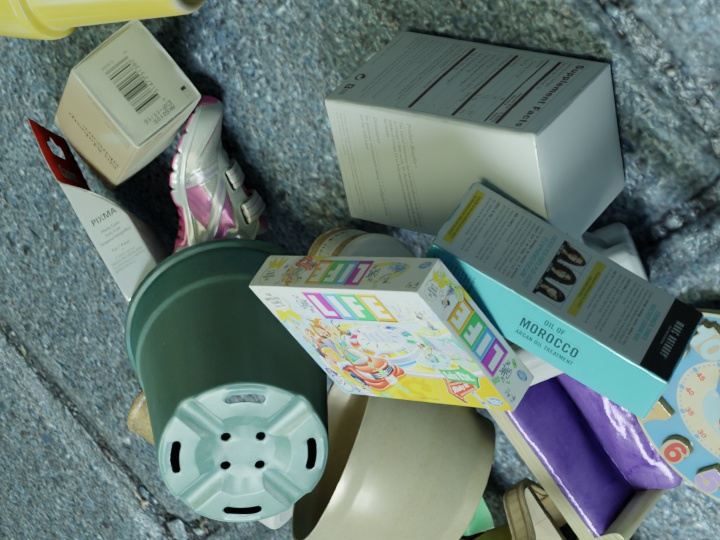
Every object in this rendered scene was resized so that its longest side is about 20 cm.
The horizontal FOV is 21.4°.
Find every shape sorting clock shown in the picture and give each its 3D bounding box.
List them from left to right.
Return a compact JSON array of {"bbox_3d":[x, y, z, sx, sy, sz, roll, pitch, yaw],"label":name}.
[{"bbox_3d":[0.304,0.119,1.548,0.199,0.039,0.201,22,131,27],"label":"shape sorting clock"}]

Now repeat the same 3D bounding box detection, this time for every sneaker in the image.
[{"bbox_3d":[-0.128,-0.066,1.772,0.087,0.081,0.201,2,116,3],"label":"sneaker"}]

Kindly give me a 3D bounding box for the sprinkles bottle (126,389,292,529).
[{"bbox_3d":[-0.150,0.189,1.995,0.199,0.068,0.069,32,138,19],"label":"sprinkles bottle"}]

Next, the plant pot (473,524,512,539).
[{"bbox_3d":[0.151,0.320,1.756,0.142,0.199,0.201,47,145,33],"label":"plant pot"}]

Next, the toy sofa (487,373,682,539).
[{"bbox_3d":[0.182,0.136,1.642,0.097,0.083,0.201,-26,102,50],"label":"toy sofa"}]

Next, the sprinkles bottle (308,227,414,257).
[{"bbox_3d":[0.000,0.000,1.623,0.068,0.068,0.200,55,175,-8],"label":"sprinkles bottle"}]

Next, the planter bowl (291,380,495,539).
[{"bbox_3d":[0.036,0.166,1.677,0.134,0.201,0.201,21,141,-10],"label":"planter bowl"}]

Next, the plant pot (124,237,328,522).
[{"bbox_3d":[-0.110,0.106,1.697,0.198,0.197,0.202,-3,121,-5],"label":"plant pot"}]

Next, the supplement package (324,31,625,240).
[{"bbox_3d":[0.091,-0.101,1.506,0.199,0.117,0.118,14,132,34],"label":"supplement package"}]

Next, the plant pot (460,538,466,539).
[{"bbox_3d":[0.044,0.367,1.875,0.201,0.200,0.161,52,154,-5],"label":"plant pot"}]

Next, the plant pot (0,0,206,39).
[{"bbox_3d":[-0.221,-0.289,1.596,0.187,0.201,0.202,9,128,17],"label":"plant pot"}]

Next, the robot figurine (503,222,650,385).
[{"bbox_3d":[0.135,0.033,1.535,0.199,0.170,0.114,-22,110,9],"label":"robot figurine"}]

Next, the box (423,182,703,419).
[{"bbox_3d":[0.146,0.021,1.410,0.199,0.082,0.049,31,138,7],"label":"box"}]

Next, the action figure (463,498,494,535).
[{"bbox_3d":[0.055,0.150,1.790,0.118,0.055,0.201,-13,105,48],"label":"action figure"}]

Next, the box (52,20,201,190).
[{"bbox_3d":[-0.214,-0.146,1.722,0.095,0.078,0.200,49,164,-1],"label":"box"}]

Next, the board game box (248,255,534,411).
[{"bbox_3d":[0.021,0.046,1.457,0.199,0.034,0.135,1,139,50],"label":"board game box"}]

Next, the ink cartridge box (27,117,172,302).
[{"bbox_3d":[-0.239,-0.060,1.836,0.201,0.047,0.160,61,-178,5],"label":"ink cartridge box"}]

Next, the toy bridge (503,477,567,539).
[{"bbox_3d":[0.151,0.218,1.666,0.027,0.200,0.067,-33,90,13],"label":"toy bridge"}]
